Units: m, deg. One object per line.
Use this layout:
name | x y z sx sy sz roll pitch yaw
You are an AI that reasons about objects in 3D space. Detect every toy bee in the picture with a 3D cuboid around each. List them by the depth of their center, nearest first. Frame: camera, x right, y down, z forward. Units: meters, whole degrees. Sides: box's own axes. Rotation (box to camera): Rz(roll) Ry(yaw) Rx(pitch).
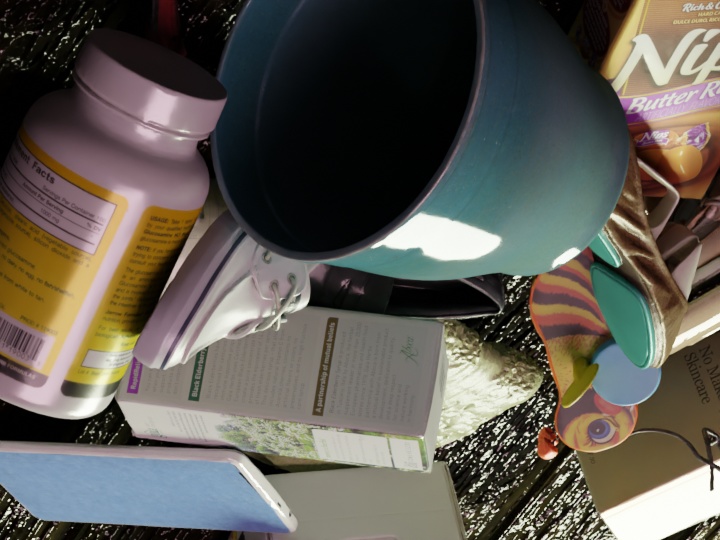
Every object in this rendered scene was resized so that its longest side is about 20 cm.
toy bee | 0.154 0.077 1.755 0.108 0.201 0.131 -27 174 14

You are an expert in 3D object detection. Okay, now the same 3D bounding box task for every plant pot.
plant pot | 0.049 -0.080 1.500 0.200 0.201 0.187 -40 143 26

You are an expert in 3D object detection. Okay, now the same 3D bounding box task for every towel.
towel | 0.010 0.089 1.794 0.199 0.037 0.148 -28 146 27

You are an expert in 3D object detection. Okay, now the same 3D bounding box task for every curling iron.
curling iron | -0.102 -0.134 1.502 0.049 0.026 0.201 -2 140 -14

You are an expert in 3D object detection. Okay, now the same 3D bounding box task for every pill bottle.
pill bottle | -0.153 -0.028 1.478 0.112 0.112 0.201 15 109 -35

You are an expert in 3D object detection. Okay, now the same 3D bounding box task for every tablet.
tablet | -0.151 0.143 1.756 0.199 0.014 0.130 2 153 20

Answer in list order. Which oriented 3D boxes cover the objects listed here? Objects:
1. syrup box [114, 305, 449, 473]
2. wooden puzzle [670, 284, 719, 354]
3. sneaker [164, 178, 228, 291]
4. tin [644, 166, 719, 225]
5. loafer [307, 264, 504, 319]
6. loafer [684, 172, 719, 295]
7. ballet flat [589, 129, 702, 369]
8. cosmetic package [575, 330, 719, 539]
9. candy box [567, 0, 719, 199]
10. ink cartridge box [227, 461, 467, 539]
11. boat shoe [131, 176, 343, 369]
syrup box | -0.049 0.069 1.658 0.199 0.082 0.079 7 159 8
wooden puzzle | 0.301 -0.011 1.731 0.185 0.037 0.199 -33 169 37
sneaker | -0.135 -0.030 1.575 0.199 0.075 0.100 -7 141 -13
tin | 0.281 -0.071 1.721 0.199 0.042 0.112 -28 136 13
loafer | 0.000 0.000 1.668 0.199 0.071 0.068 1 138 -22
loafer | 0.257 -0.049 1.669 0.072 0.063 0.200 -18 167 -47
ballet flat | 0.172 -0.019 1.635 0.072 0.068 0.200 -40 134 -11
cosmetic package | 0.254 0.108 1.873 0.199 0.104 0.073 -27 142 10
candy box | 0.186 -0.131 1.596 0.116 0.057 0.201 1 137 -21
ink cartridge box | -0.020 0.219 1.888 0.145 0.083 0.200 -3 150 -18
boat shoe | -0.058 -0.001 1.508 0.067 0.200 0.074 34 134 3
